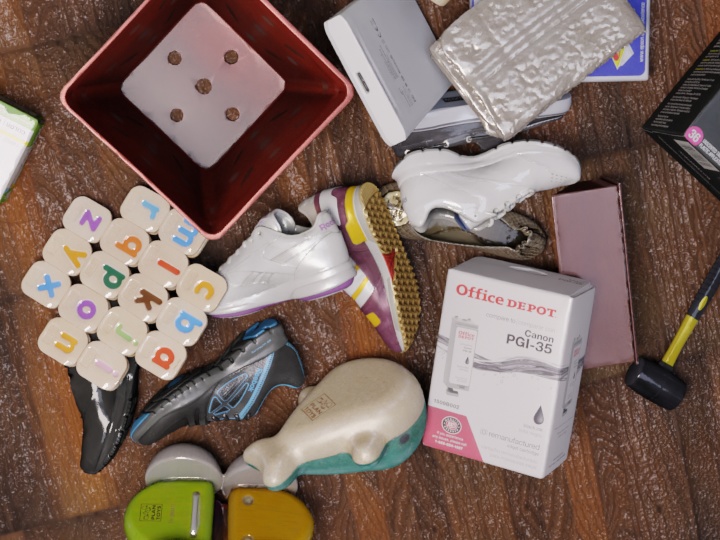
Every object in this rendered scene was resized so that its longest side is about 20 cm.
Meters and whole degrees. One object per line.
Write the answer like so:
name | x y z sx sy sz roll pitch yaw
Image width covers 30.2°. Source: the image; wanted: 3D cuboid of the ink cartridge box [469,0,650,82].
ink cartridge box | 0.209 -0.300 1.415 0.199 0.047 0.199 -1 101 -6

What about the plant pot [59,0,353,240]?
plant pot | -0.151 -0.179 1.314 0.200 0.176 0.200 43 92 -13

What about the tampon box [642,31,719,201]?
tampon box | 0.434 -0.179 1.425 0.150 0.126 0.200 39 92 -13

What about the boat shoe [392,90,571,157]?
boat shoe | 0.126 -0.153 1.419 0.199 0.070 0.067 -9 119 -10

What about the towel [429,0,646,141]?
towel | 0.181 -0.238 1.369 0.200 0.034 0.133 -37 91 -3

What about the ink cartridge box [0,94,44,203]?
ink cartridge box | -0.428 -0.096 1.339 0.147 0.076 0.201 26 94 -12

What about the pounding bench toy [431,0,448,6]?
pounding bench toy | 0.044 -0.368 1.313 0.124 0.156 0.200 -33 106 32

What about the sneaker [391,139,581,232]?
sneaker | 0.135 -0.084 1.401 0.199 0.075 0.088 -8 70 0

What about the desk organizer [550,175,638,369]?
desk organizer | 0.248 0.004 1.460 0.077 0.072 0.201 -9 101 -4

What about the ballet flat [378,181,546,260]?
ballet flat | 0.108 -0.051 1.441 0.199 0.046 0.068 16 97 -11

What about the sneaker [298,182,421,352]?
sneaker | 0.000 0.000 1.429 0.090 0.075 0.201 -7 115 24

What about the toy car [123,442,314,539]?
toy car | -0.154 0.290 1.423 0.199 0.176 0.150 7 136 -10

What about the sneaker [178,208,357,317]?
sneaker | -0.102 -0.009 1.388 0.199 0.075 0.100 -14 97 20

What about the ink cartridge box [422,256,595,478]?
ink cartridge box | 0.156 0.100 1.421 0.146 0.083 0.201 13 104 25

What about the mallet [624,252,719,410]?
mallet | 0.363 0.056 1.507 0.066 0.041 0.201 22 91 -9

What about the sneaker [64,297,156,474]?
sneaker | -0.275 0.114 1.409 0.090 0.076 0.201 13 89 -4

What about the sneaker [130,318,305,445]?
sneaker | -0.152 0.137 1.423 0.199 0.073 0.082 -33 103 -1

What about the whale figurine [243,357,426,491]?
whale figurine | -0.021 0.179 1.415 0.199 0.159 0.104 -30 122 -18

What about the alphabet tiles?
alphabet tiles | -0.243 0.017 1.373 0.195 0.015 0.201 29 81 13

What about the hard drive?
hard drive | 0.033 -0.215 1.329 0.027 0.200 0.132 -23 105 26
